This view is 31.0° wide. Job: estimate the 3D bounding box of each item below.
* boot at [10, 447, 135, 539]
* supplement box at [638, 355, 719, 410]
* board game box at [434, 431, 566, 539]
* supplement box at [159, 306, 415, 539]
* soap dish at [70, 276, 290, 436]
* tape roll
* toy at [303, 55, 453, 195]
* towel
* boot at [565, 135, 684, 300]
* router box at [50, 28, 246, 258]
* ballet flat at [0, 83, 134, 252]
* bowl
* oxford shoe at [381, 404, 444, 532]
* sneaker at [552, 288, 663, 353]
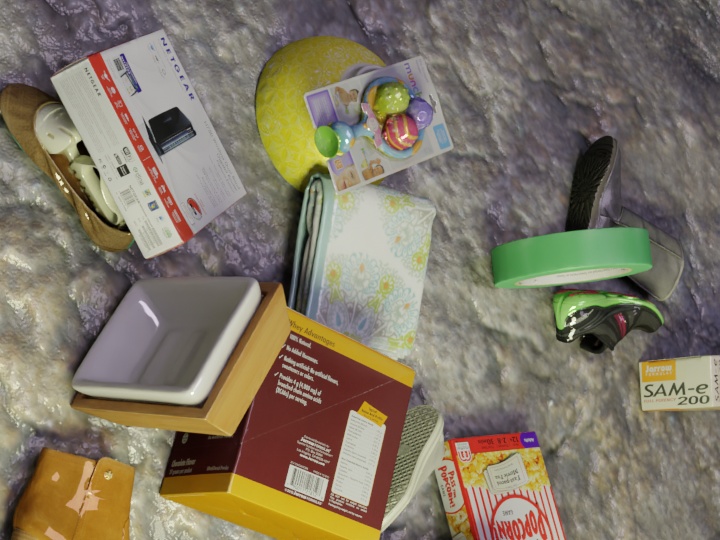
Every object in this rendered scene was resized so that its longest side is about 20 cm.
[{"bbox_3d":[-0.238,0.261,1.254,0.201,0.071,0.145,29,67,-26],"label":"boot"},{"bbox_3d":[0.510,0.162,1.853,0.199,0.126,0.074,4,80,-38],"label":"supplement box"},{"bbox_3d":[0.174,0.301,1.572,0.151,0.046,0.201,0,68,-40],"label":"board game box"},{"bbox_3d":[-0.074,0.169,1.368,0.197,0.133,0.201,28,65,-32],"label":"supplement box"},{"bbox_3d":[-0.173,0.084,1.269,0.081,0.199,0.158,52,53,-36],"label":"soap dish"},{"bbox_3d":[0.265,-0.014,1.639,0.200,0.200,0.048,-1,82,-39],"label":"tape roll"},{"bbox_3d":[0.034,-0.168,1.440,0.200,0.047,0.116,-25,99,-39],"label":"toy"},{"bbox_3d":[0.000,0.000,1.497,0.171,0.048,0.201,12,87,-39],"label":"towel"},{"bbox_3d":[0.386,-0.072,1.834,0.199,0.072,0.183,22,82,-27],"label":"boot"},{"bbox_3d":[-0.210,-0.134,1.322,0.201,0.049,0.180,63,23,-11],"label":"router box"},{"bbox_3d":[-0.281,-0.107,1.294,0.068,0.072,0.201,-40,106,-35],"label":"ballet flat"},{"bbox_3d":[-0.011,-0.186,1.509,0.199,0.107,0.201,10,75,-38],"label":"bowl"},{"bbox_3d":[0.040,0.244,1.493,0.200,0.075,0.058,-53,142,-32],"label":"oxford shoe"},{"bbox_3d":[0.332,0.071,1.771,0.199,0.077,0.084,5,95,-35],"label":"sneaker"}]
